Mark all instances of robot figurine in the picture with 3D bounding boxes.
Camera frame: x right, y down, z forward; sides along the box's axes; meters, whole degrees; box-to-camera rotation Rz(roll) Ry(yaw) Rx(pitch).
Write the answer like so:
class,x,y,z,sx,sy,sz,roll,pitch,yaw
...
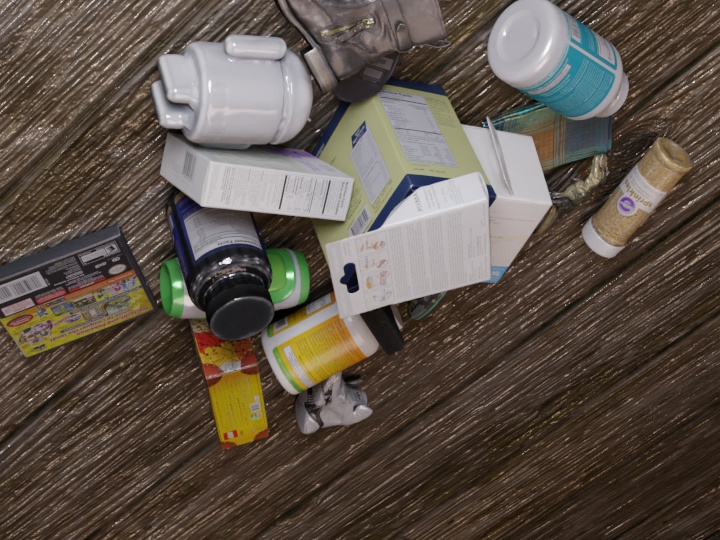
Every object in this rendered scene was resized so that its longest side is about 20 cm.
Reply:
class,x,y,z,sx,sy,sz,roll,pitch,yaw
robot figurine,-0.139,-0.203,1.468,0.197,0.114,0.170,-2,146,-25

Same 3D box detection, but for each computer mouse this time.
class,x,y,z,sx,sy,sz,roll,pitch,yaw
computer mouse,0.022,-0.293,1.500,0.137,0.053,0.201,15,118,-38

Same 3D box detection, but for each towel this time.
class,x,y,z,sx,sy,sz,roll,pitch,yaw
towel,0.264,-0.189,1.785,0.197,0.022,0.148,-18,144,-6

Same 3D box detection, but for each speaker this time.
class,x,y,z,sx,sy,sz,roll,pitch,yaw
speaker,-0.174,0.017,1.761,0.197,0.089,0.089,-5,142,-23

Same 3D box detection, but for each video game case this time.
class,x,y,z,sx,sy,sz,roll,pitch,yaw
video game case,-0.391,0.031,1.714,0.197,0.026,0.182,-21,144,-4

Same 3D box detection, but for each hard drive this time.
class,x,y,z,sx,sy,sz,roll,pitch,yaw
hard drive,0.000,0.000,1.732,0.033,0.202,0.140,-24,145,5

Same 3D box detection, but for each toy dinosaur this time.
class,x,y,z,sx,sy,sz,roll,pitch,yaw
toy dinosaur,0.287,-0.101,1.880,0.087,0.048,0.200,4,147,-33

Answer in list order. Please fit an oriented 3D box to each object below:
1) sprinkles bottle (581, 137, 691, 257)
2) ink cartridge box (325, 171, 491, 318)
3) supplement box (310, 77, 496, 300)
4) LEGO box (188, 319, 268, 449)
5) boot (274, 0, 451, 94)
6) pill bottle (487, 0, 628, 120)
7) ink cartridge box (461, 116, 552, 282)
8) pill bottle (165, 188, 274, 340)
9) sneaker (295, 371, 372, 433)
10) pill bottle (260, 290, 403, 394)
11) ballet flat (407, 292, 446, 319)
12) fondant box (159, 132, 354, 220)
class,x,y,z,sx,sy,sz,roll,pitch,yaw
sprinkles bottle,0.418,-0.109,1.931,0.067,0.069,0.201,6,136,-33
ink cartridge box,0.058,-0.028,1.521,0.197,0.058,0.163,-12,144,-1
supplement box,0.039,-0.105,1.616,0.133,0.202,0.201,5,137,-33
LEGO box,-0.194,0.141,1.855,0.076,0.150,0.201,-15,144,-9
boot,-0.004,-0.308,1.409,0.172,0.069,0.202,-28,116,0
pill bottle,0.259,-0.260,1.612,0.199,0.112,0.111,21,127,-43
ink cartridge box,0.164,-0.097,1.737,0.123,0.130,0.201,6,141,-23
pill bottle,-0.175,-0.016,1.616,0.110,0.202,0.113,-14,144,-11
sneaker,-0.035,0.196,2.081,0.113,0.076,0.201,-6,147,-22
pill bottle,-0.040,0.094,1.909,0.198,0.112,0.111,-28,145,8
ballet flat,0.121,-0.006,1.920,0.074,0.075,0.200,19,126,-43
fondant box,-0.128,-0.115,1.559,0.198,0.144,0.059,6,106,-33
